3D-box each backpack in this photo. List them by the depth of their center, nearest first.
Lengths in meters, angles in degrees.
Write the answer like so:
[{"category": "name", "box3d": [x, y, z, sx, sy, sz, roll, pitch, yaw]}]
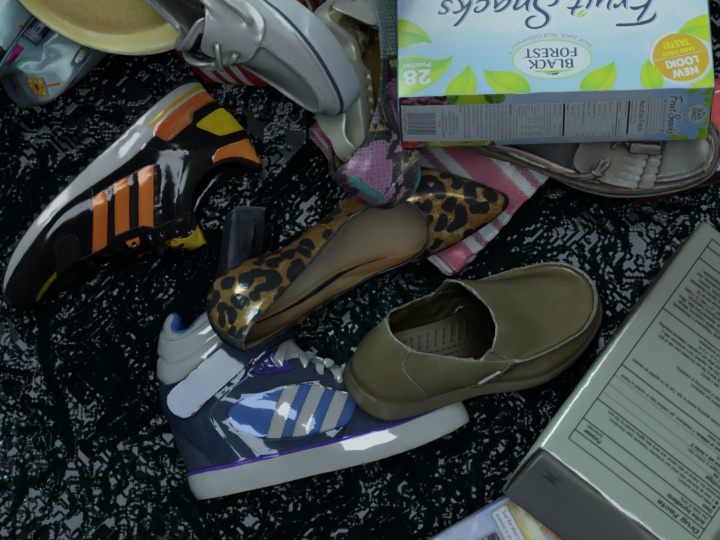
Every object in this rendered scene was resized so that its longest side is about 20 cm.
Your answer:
[{"category": "backpack", "box3d": [-0.213, -0.210, 1.610, 0.153, 0.176, 0.201, 33, 83, -12]}]

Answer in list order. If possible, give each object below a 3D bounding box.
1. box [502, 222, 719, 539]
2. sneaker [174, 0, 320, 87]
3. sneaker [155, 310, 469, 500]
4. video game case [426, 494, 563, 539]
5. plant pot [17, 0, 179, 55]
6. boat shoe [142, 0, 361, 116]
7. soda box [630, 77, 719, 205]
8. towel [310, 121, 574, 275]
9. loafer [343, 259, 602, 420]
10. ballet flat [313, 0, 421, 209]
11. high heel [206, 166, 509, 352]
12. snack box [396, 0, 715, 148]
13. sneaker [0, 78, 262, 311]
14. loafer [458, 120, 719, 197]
[{"category": "box", "box3d": [0.205, 0.094, 1.568, 0.128, 0.109, 0.200, 38, 68, 3]}, {"category": "sneaker", "box3d": [-0.094, -0.214, 1.626, 0.114, 0.078, 0.202, -5, 108, 11]}, {"category": "sneaker", "box3d": [-0.039, 0.062, 1.616, 0.198, 0.081, 0.148, -14, 87, 5]}, {"category": "video game case", "box3d": [0.112, 0.255, 1.607, 0.180, 0.045, 0.201, -29, 83, -3]}, {"category": "plant pot", "box3d": [-0.157, -0.232, 1.529, 0.199, 0.027, 0.202, 5, 81, -30]}, {"category": "boat shoe", "box3d": [-0.088, -0.157, 1.501, 0.200, 0.072, 0.066, 44, 65, -15]}, {"category": "soda box", "box3d": [0.273, -0.102, 1.637, 0.198, 0.070, 0.064, -14, 83, -1]}, {"category": "towel", "box3d": [0.078, -0.114, 1.639, 0.146, 0.030, 0.200, 45, 102, 7]}, {"category": "loafer", "box3d": [0.083, 0.040, 1.590, 0.199, 0.068, 0.076, -23, 64, -30]}, {"category": "ballet flat", "box3d": [-0.004, -0.131, 1.591, 0.069, 0.071, 0.201, -34, 46, 32]}, {"category": "high heel", "box3d": [0.000, 0.000, 1.572, 0.198, 0.143, 0.072, -9, 125, 8]}, {"category": "snack box", "box3d": [0.122, -0.167, 1.550, 0.198, 0.068, 0.170, -2, 61, 4]}, {"category": "sneaker", "box3d": [-0.153, -0.033, 1.635, 0.090, 0.070, 0.200, 43, 83, 9]}, {"category": "loafer", "box3d": [0.135, -0.089, 1.578, 0.198, 0.063, 0.073, 11, 95, 13]}]
